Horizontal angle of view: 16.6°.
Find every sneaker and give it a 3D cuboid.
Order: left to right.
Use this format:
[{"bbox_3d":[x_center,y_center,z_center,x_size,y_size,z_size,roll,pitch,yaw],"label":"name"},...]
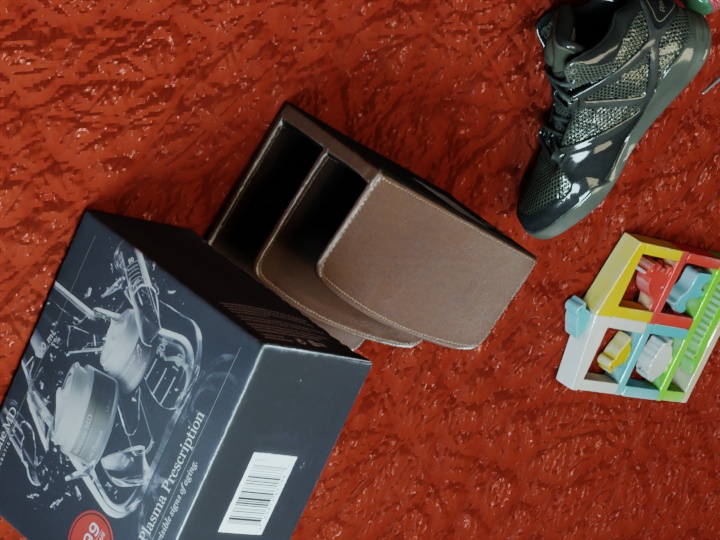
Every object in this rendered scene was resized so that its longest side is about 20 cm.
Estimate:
[{"bbox_3d":[0.150,-0.118,1.750,0.114,0.076,0.200,21,118,-29],"label":"sneaker"}]

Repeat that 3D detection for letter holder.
[{"bbox_3d":[0.000,0.000,1.651,0.200,0.100,0.143,26,98,-52],"label":"letter holder"}]

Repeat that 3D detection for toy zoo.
[{"bbox_3d":[0.229,0.039,1.981,0.199,0.020,0.132,10,109,-50],"label":"toy zoo"}]

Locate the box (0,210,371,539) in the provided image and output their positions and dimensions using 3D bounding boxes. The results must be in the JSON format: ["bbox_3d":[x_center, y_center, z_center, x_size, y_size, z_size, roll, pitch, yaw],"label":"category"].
[{"bbox_3d":[-0.121,0.096,1.524,0.104,0.182,0.201,11,108,-49],"label":"box"}]

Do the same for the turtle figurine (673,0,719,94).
[{"bbox_3d":[0.289,-0.233,1.783,0.201,0.100,0.150,-55,178,-22],"label":"turtle figurine"}]
